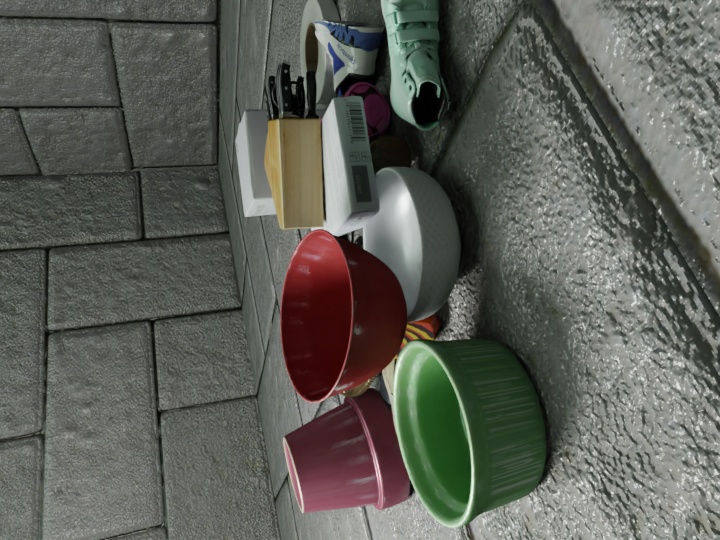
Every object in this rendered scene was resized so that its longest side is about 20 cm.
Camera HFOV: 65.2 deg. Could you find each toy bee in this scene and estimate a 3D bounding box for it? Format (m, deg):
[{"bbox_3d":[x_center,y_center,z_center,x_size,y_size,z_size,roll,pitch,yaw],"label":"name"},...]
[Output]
[{"bbox_3d":[0.017,0.098,0.818,0.199,0.130,0.110,19,117,39],"label":"toy bee"}]

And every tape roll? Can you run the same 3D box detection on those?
[{"bbox_3d":[-0.082,-0.440,1.135,0.203,0.037,0.205,173,90,-72],"label":"tape roll"}]

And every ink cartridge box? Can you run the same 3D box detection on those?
[{"bbox_3d":[-0.035,-0.132,0.824,0.200,0.056,0.165,139,123,-71],"label":"ink cartridge box"}]

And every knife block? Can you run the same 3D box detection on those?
[{"bbox_3d":[-0.092,-0.184,0.808,0.176,0.063,0.202,112,147,-52],"label":"knife block"}]

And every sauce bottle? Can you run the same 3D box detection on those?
[{"bbox_3d":[0.022,-0.162,0.863,0.200,0.065,0.067,-159,64,-75],"label":"sauce bottle"}]

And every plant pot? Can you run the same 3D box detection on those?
[{"bbox_3d":[-0.033,0.324,0.974,0.200,0.177,0.202,168,90,-74],"label":"plant pot"}]

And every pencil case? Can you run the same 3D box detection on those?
[{"bbox_3d":[-0.019,-0.234,0.938,0.094,0.091,0.200,53,162,-9],"label":"pencil case"}]

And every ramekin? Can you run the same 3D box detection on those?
[{"bbox_3d":[0.118,0.172,0.637,0.200,0.097,0.203,174,90,-71],"label":"ramekin"}]

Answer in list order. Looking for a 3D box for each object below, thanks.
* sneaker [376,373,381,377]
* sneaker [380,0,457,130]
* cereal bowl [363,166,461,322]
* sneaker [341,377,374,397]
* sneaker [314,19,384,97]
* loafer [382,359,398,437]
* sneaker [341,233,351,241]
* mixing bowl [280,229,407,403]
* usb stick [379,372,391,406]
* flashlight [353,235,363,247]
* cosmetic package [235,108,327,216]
[{"bbox_3d":[-0.008,0.098,1.020,0.088,0.075,0.202,-29,85,39],"label":"sneaker"},{"bbox_3d":[0.074,-0.268,0.664,0.119,0.073,0.202,-113,15,-57],"label":"sneaker"},{"bbox_3d":[0.073,-0.036,0.731,0.200,0.082,0.203,173,90,-71],"label":"cereal bowl"},{"bbox_3d":[0.000,0.111,0.957,0.113,0.070,0.202,-85,8,-59],"label":"sneaker"},{"bbox_3d":[-0.026,-0.348,0.931,0.200,0.080,0.116,-130,41,-57],"label":"sneaker"},{"bbox_3d":[0.077,0.181,0.796,0.201,0.075,0.069,-118,22,-49],"label":"loafer"},{"bbox_3d":[-0.058,-0.039,1.133,0.201,0.074,0.082,100,149,-48],"label":"sneaker"},{"bbox_3d":[-0.013,0.054,0.688,0.199,0.107,0.203,-10,79,59],"label":"mixing bowl"},{"bbox_3d":[0.055,0.127,0.913,0.055,0.032,0.202,-130,39,-60],"label":"usb stick"},{"bbox_3d":[0.000,0.000,0.996,0.068,0.068,0.200,-56,-2,-24],"label":"flashlight"},{"bbox_3d":[-0.129,-0.206,1.095,0.167,0.198,0.169,164,99,-72],"label":"cosmetic package"}]
